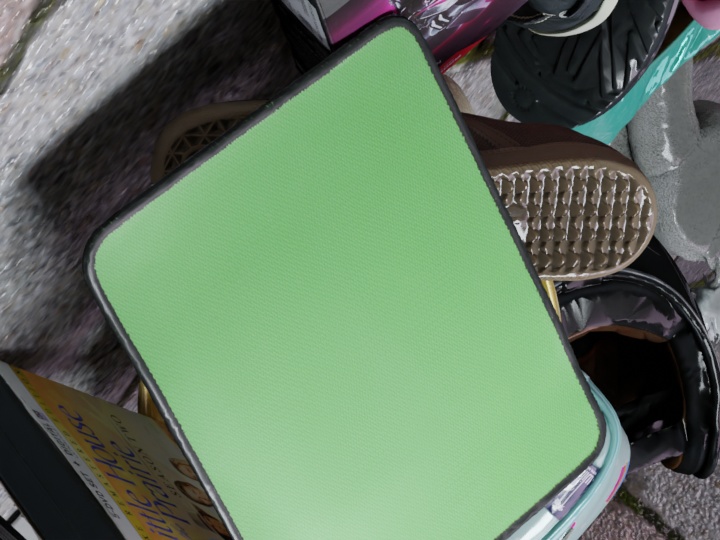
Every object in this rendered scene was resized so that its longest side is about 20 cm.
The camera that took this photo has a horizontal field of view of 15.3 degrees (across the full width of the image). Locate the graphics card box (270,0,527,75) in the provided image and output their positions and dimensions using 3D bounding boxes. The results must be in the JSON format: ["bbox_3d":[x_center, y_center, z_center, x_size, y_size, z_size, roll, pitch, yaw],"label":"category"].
[{"bbox_3d":[0.024,-0.128,0.998,0.125,0.051,0.200,-40,166,-5],"label":"graphics card box"}]

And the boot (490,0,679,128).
[{"bbox_3d":[0.159,-0.165,1.344,0.168,0.076,0.201,-19,141,-61],"label":"boot"}]

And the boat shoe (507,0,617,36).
[{"bbox_3d":[0.087,-0.148,1.153,0.066,0.075,0.199,-5,175,-21],"label":"boat shoe"}]

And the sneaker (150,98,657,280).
[{"bbox_3d":[0.011,-0.030,1.025,0.076,0.199,0.071,-136,-124,-67],"label":"sneaker"}]

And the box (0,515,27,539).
[{"bbox_3d":[-0.189,0.175,0.973,0.197,0.124,0.200,-49,168,-7],"label":"box"}]

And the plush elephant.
[{"bbox_3d":[0.185,-0.061,1.623,0.164,0.155,0.201,3,97,-27],"label":"plush elephant"}]

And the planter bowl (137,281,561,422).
[{"bbox_3d":[-0.016,0.036,1.189,0.201,0.200,0.083,-50,-150,0],"label":"planter bowl"}]

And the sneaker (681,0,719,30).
[{"bbox_3d":[0.131,-0.196,1.021,0.079,0.095,0.201,-27,-135,52],"label":"sneaker"}]

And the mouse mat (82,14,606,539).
[{"bbox_3d":[0.001,0.029,0.968,0.161,0.201,0.008,-38,-154,-24],"label":"mouse mat"}]

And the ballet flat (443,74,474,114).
[{"bbox_3d":[0.000,0.000,1.079,0.200,0.067,0.062,-56,-159,-21],"label":"ballet flat"}]

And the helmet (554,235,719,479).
[{"bbox_3d":[0.103,0.052,1.516,0.200,0.200,0.191,-50,-158,-1],"label":"helmet"}]

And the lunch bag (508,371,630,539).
[{"bbox_3d":[0.020,0.080,1.277,0.160,0.200,0.077,-48,168,-3],"label":"lunch bag"}]

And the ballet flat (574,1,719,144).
[{"bbox_3d":[0.161,-0.145,1.455,0.200,0.067,0.070,-49,154,-17],"label":"ballet flat"}]

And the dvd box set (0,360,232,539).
[{"bbox_3d":[-0.051,0.109,1.039,0.200,0.146,0.029,26,105,-44],"label":"dvd box set"}]

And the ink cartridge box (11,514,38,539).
[{"bbox_3d":[-0.186,0.203,1.268,0.176,0.045,0.200,-47,167,-22],"label":"ink cartridge box"}]
